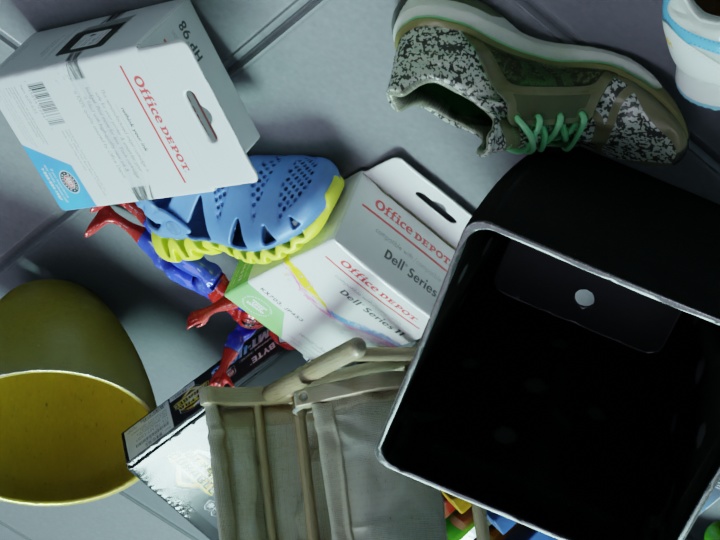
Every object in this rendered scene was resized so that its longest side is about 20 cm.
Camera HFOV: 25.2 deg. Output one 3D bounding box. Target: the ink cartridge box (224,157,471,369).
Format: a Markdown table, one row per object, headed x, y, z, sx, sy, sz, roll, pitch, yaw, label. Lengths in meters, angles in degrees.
| x | y | z | sx | sy | sz | roll | pitch | yaw | label |
| --- | --- | --- | --- | --- | --- | --- | --- | --- | --- |
| 0.000 | 0.000 | 1.206 | 0.117 | 0.068 | 0.199 | 37 | 147 | -20 | ink cartridge box |

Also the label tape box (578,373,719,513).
| x | y | z | sx | sy | sz | roll | pitch | yaw | label |
| --- | --- | --- | --- | --- | --- | --- | --- | --- | --- |
| 0.215 | 0.114 | 1.210 | 0.142 | 0.067 | 0.200 | 22 | 157 | 4 | label tape box |

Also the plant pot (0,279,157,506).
| x | y | z | sx | sy | sz | roll | pitch | yaw | label |
| --- | --- | --- | --- | --- | --- | --- | --- | --- | --- |
| -0.276 | 0.095 | 1.432 | 0.197 | 0.143 | 0.201 | -4 | 139 | -4 | plant pot |

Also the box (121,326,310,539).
| x | y | z | sx | sy | sz | roll | pitch | yaw | label |
| --- | --- | --- | --- | --- | --- | --- | --- | --- | --- |
| -0.071 | 0.153 | 1.396 | 0.197 | 0.050 | 0.200 | -34 | 126 | 9 | box |

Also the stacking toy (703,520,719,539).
| x | y | z | sx | sy | sz | roll | pitch | yaw | label |
| --- | --- | --- | --- | --- | --- | --- | --- | --- | --- |
| 0.300 | 0.216 | 1.250 | 0.085 | 0.086 | 0.201 | 26 | 110 | -5 | stacking toy |

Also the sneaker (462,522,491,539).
| x | y | z | sx | sy | sz | roll | pitch | yaw | label |
| --- | --- | --- | --- | --- | --- | --- | --- | --- | --- |
| 0.101 | 0.234 | 1.495 | 0.198 | 0.076 | 0.089 | 20 | 137 | 8 | sneaker |

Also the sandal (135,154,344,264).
| x | y | z | sx | sy | sz | roll | pitch | yaw | label |
| --- | --- | --- | --- | --- | --- | --- | --- | --- | --- |
| -0.100 | -0.056 | 1.186 | 0.198 | 0.080 | 0.087 | -7 | 133 | 38 | sandal |

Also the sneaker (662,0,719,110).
| x | y | z | sx | sy | sz | roll | pitch | yaw | label |
| --- | --- | --- | --- | --- | --- | --- | --- | --- | --- |
| 0.253 | -0.128 | 0.842 | 0.198 | 0.077 | 0.081 | 2 | 141 | 29 | sneaker |

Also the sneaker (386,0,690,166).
| x | y | z | sx | sy | sz | roll | pitch | yaw | label |
| --- | --- | --- | --- | --- | --- | --- | --- | --- | --- |
| 0.100 | -0.093 | 0.980 | 0.198 | 0.089 | 0.077 | 21 | 149 | 4 | sneaker |

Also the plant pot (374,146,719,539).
| x | y | z | sx | sy | sz | roll | pitch | yaw | label |
| --- | --- | --- | --- | --- | --- | --- | --- | --- | --- |
| 0.147 | 0.035 | 1.024 | 0.198 | 0.178 | 0.201 | 23 | 127 | 3 | plant pot |

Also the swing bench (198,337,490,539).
| x | y | z | sx | sy | sz | roll | pitch | yaw | label |
| --- | --- | --- | --- | --- | --- | --- | --- | --- | --- |
| -0.012 | 0.169 | 1.217 | 0.129 | 0.202 | 0.199 | 4 | 163 | -41 | swing bench |

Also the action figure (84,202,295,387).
| x | y | z | sx | sy | sz | roll | pitch | yaw | label |
| --- | --- | --- | --- | --- | --- | --- | --- | --- | --- |
| -0.141 | 0.024 | 1.290 | 0.198 | 0.100 | 0.065 | 30 | 151 | 0 | action figure |

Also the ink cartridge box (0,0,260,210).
| x | y | z | sx | sy | sz | roll | pitch | yaw | label |
| --- | --- | --- | --- | --- | --- | --- | --- | --- | --- |
| -0.151 | -0.114 | 1.116 | 0.198 | 0.067 | 0.117 | -4 | 125 | 38 | ink cartridge box |

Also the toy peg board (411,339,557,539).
| x | y | z | sx | sy | sz | roll | pitch | yaw | label |
| --- | --- | --- | --- | --- | --- | --- | --- | --- | --- |
| 0.105 | 0.191 | 1.299 | 0.199 | 0.098 | 0.200 | 42 | 171 | 48 | toy peg board |
